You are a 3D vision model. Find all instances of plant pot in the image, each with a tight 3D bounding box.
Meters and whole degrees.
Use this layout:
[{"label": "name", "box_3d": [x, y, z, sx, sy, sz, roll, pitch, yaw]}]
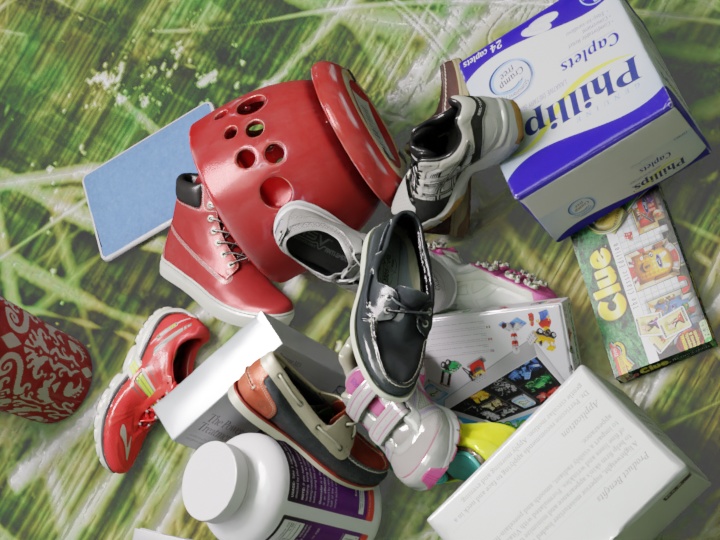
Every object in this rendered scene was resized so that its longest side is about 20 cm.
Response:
[{"label": "plant pot", "box_3d": [-0.061, -0.114, 1.702, 0.182, 0.200, 0.201, -30, 60, 13]}]

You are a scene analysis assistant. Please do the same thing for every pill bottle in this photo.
[{"label": "pill bottle", "box_3d": [-0.079, 0.226, 1.574, 0.112, 0.200, 0.113, -18, 62, 38]}]

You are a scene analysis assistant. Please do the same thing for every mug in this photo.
[{"label": "mug", "box_3d": [-0.424, 0.092, 1.821, 0.177, 0.200, 0.134, 21, 83, 33]}]

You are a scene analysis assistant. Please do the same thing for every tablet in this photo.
[{"label": "tablet", "box_3d": [-0.244, -0.107, 1.908, 0.199, 0.014, 0.131, -28, 60, 16]}]

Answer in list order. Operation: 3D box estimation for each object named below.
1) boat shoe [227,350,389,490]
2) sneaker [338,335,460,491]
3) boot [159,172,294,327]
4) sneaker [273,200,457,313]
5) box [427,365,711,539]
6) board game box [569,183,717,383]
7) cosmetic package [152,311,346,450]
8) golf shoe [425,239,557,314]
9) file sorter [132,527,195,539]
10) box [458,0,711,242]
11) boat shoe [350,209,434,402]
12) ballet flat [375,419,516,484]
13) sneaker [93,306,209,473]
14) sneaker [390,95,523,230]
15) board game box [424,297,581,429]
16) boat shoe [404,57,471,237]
[{"label": "boat shoe", "box_3d": [-0.038, 0.148, 1.545, 0.063, 0.200, 0.071, -45, 29, 14]}, {"label": "sneaker", "box_3d": [0.026, 0.132, 1.512, 0.081, 0.088, 0.200, -53, 34, 18]}, {"label": "boot", "box_3d": [-0.143, -0.029, 1.756, 0.200, 0.072, 0.145, 30, 118, 35]}, {"label": "sneaker", "box_3d": [0.000, 0.000, 1.590, 0.199, 0.082, 0.075, 21, 111, 0]}, {"label": "box", "box_3d": [0.194, 0.208, 1.429, 0.199, 0.200, 0.131, -45, 69, 5]}, {"label": "board game box", "box_3d": [0.275, 0.003, 1.580, 0.104, 0.023, 0.201, -26, 61, 21]}, {"label": "cosmetic package", "box_3d": [-0.097, 0.132, 1.627, 0.151, 0.200, 0.052, -43, 59, 8]}, {"label": "golf shoe", "box_3d": [0.112, 0.028, 1.640, 0.199, 0.075, 0.092, 18, 98, 33]}, {"label": "file sorter", "box_3d": [-0.126, 0.338, 1.571, 0.138, 0.200, 0.125, 7, 79, 30]}, {"label": "box", "box_3d": [0.224, -0.166, 1.607, 0.183, 0.105, 0.201, -31, 52, 16]}, {"label": "boat shoe", "box_3d": [0.039, 0.027, 1.497, 0.066, 0.074, 0.200, -48, 27, 46]}, {"label": "ballet flat", "box_3d": [0.090, 0.172, 1.550, 0.067, 0.067, 0.200, -43, 17, -24]}, {"label": "sneaker", "box_3d": [-0.232, 0.138, 1.776, 0.085, 0.077, 0.201, 19, 82, 27]}, {"label": "sneaker", "box_3d": [0.074, -0.113, 1.584, 0.200, 0.087, 0.076, -48, 46, 41]}, {"label": "board game box", "box_3d": [0.123, 0.102, 1.586, 0.199, 0.035, 0.127, -8, 97, 26]}, {"label": "boat shoe", "box_3d": [0.083, -0.133, 1.696, 0.072, 0.072, 0.201, 1, 77, 2]}]
